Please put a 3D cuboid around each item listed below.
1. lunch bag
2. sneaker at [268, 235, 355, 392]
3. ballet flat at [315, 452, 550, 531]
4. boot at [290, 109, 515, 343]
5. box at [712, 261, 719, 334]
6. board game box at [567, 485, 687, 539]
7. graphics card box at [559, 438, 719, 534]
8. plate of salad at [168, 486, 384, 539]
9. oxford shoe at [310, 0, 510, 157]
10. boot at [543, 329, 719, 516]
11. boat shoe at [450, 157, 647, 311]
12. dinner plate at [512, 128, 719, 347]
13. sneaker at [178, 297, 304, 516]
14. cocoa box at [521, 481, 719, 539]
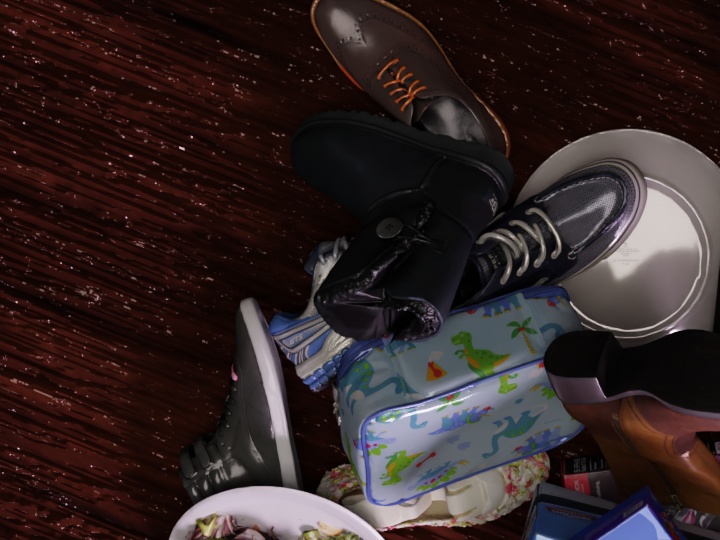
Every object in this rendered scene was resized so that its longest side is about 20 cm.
[{"bbox_3d":[0.079,0.099,1.519,0.198,0.161,0.083,-18,55,-8],"label":"lunch bag"},{"bbox_3d":[0.000,0.000,1.569,0.085,0.077,0.200,42,99,5],"label":"sneaker"},{"bbox_3d":[0.057,0.185,1.597,0.198,0.064,0.076,-12,104,8],"label":"ballet flat"},{"bbox_3d":[0.001,-0.033,1.487,0.198,0.169,0.077,13,142,27],"label":"boot"},{"bbox_3d":[0.344,0.012,1.487,0.123,0.149,0.202,3,101,-3],"label":"box"},{"bbox_3d":[0.167,0.270,1.425,0.199,0.045,0.135,-36,95,13],"label":"board game box"},{"bbox_3d":[0.267,0.205,1.584,0.198,0.051,0.127,-8,99,7],"label":"graphics card box"},{"bbox_3d":[-0.063,0.255,1.596,0.198,0.048,0.201,6,130,7],"label":"plate of salad"},{"bbox_3d":[0.040,-0.150,1.538,0.200,0.073,0.071,40,101,-2],"label":"oxford shoe"},{"bbox_3d":[0.244,0.131,1.438,0.187,0.069,0.201,-1,140,33],"label":"boot"},{"bbox_3d":[0.129,-0.016,1.520,0.200,0.093,0.075,-39,78,22],"label":"boat shoe"},{"bbox_3d":[0.213,-0.012,1.568,0.198,0.024,0.202,1,99,6],"label":"dinner plate"},{"bbox_3d":[-0.106,0.126,1.601,0.098,0.071,0.202,-8,103,3],"label":"sneaker"},{"bbox_3d":[0.212,0.266,1.509,0.198,0.131,0.135,15,103,4],"label":"cocoa box"}]
